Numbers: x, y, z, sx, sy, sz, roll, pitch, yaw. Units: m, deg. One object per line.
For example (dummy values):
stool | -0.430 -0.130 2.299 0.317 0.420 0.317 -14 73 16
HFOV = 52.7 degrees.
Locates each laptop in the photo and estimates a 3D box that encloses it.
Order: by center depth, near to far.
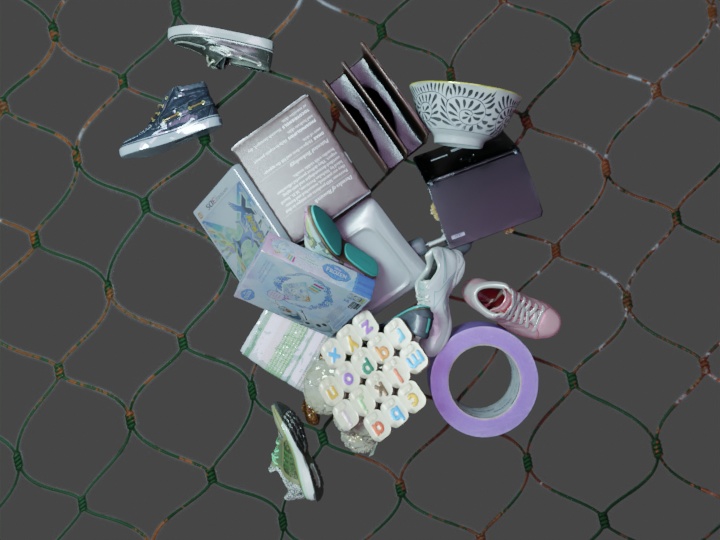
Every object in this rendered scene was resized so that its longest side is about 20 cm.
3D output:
laptop | 0.206 -0.155 1.308 0.175 0.201 0.104 -19 121 2

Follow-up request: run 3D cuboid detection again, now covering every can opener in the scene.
can opener | 0.111 -0.032 1.356 0.197 0.053 0.067 -19 93 2

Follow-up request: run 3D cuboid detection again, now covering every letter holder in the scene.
letter holder | 0.027 -0.289 1.303 0.100 0.142 0.201 -36 91 2

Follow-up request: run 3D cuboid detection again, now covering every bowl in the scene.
bowl | 0.178 -0.266 1.274 0.197 0.201 0.096 7 96 1

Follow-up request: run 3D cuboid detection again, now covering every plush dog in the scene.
plush dog | -0.024 0.229 1.321 0.170 0.160 0.202 24 94 6

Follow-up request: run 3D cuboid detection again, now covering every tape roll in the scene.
tape roll | 0.224 0.199 1.348 0.197 0.085 0.204 0 93 1

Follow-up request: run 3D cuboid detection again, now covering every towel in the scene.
towel | -0.110 0.145 1.385 0.198 0.031 0.150 32 95 -3

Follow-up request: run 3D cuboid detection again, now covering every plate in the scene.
plate | 0.000 0.000 1.319 0.198 0.032 0.200 -34 113 15

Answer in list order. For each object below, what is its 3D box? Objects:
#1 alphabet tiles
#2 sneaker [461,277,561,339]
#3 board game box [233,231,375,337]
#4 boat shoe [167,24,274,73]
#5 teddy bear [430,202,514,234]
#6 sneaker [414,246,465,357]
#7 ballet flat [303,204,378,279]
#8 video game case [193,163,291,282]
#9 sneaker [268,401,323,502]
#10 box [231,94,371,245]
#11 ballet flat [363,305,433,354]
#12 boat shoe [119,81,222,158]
alphabet tiles | 0.021 0.177 1.238 0.200 0.015 0.197 -41 68 15
sneaker | 0.283 0.074 1.332 0.198 0.105 0.076 24 91 -1
board game box | -0.101 0.031 1.257 0.197 0.200 0.044 24 60 -13
boat shoe | -0.260 -0.406 1.341 0.197 0.071 0.065 9 91 -1
teddy bear | 0.224 -0.123 1.319 0.197 0.146 0.067 -11 137 1
sneaker | 0.126 0.054 1.307 0.080 0.070 0.203 14 85 -42
ballet flat | -0.048 -0.033 1.226 0.070 0.200 0.070 -23 48 28
video game case | -0.208 -0.066 1.318 0.022 0.182 0.201 -35 91 -42
sneaker | -0.142 0.350 1.372 0.088 0.077 0.203 -21 90 11
box | -0.099 -0.173 1.299 0.163 0.166 0.201 -34 92 2
ballet flat | 0.059 0.118 1.300 0.072 0.199 0.074 13 67 -32
boat shoe | -0.362 -0.278 1.353 0.198 0.071 0.092 -21 91 -5
